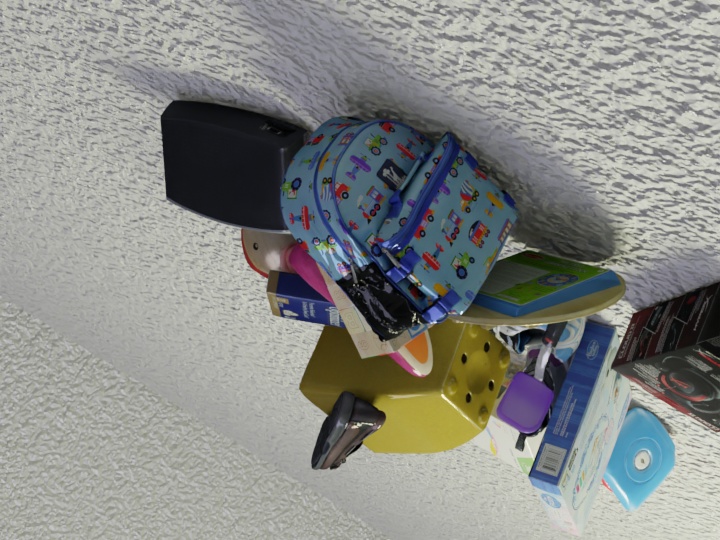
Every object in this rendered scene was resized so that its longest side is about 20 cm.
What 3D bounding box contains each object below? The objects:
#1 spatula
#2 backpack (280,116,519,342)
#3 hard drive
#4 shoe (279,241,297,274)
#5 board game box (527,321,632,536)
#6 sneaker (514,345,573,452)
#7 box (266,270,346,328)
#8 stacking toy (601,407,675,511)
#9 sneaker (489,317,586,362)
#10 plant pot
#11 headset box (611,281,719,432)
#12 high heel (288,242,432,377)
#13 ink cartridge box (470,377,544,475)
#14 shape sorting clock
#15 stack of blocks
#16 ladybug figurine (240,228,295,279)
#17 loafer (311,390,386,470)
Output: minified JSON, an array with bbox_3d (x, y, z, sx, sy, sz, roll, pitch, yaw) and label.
[{"bbox_3d":[0.210,0.096,1.358,0.056,0.020,0.202,31,121,24],"label":"spatula"},{"bbox_3d":[0.031,-0.061,1.164,0.200,0.183,0.134,46,148,-16],"label":"backpack"},{"bbox_3d":[-0.146,-0.114,1.355,0.198,0.042,0.137,16,119,31],"label":"hard drive"},{"bbox_3d":[0.000,0.000,1.461,0.198,0.073,0.090,15,171,-37],"label":"shoe"},{"bbox_3d":[0.269,0.195,1.449,0.043,0.202,0.199,15,158,26],"label":"board game box"},{"bbox_3d":[0.234,0.173,1.533,0.077,0.141,0.200,15,158,31],"label":"sneaker"},{"bbox_3d":[-0.010,0.043,1.421,0.197,0.033,0.121,8,165,2],"label":"box"},{"bbox_3d":[0.332,0.240,1.669,0.116,0.110,0.199,52,165,-20],"label":"stacking toy"},{"bbox_3d":[0.170,0.054,1.422,0.198,0.073,0.072,16,161,35],"label":"sneaker"},{"bbox_3d":[0.078,0.126,1.572,0.198,0.196,0.195,3,151,41],"label":"plant pot"},{"bbox_3d":[0.367,0.097,1.248,0.148,0.076,0.200,30,161,-7],"label":"headset box"},{"bbox_3d":[-0.001,0.043,1.343,0.096,0.067,0.201,-28,105,45],"label":"high heel"},{"bbox_3d":[0.194,0.206,1.707,0.199,0.067,0.118,26,150,46],"label":"ink cartridge box"},{"bbox_3d":[0.168,0.024,1.213,0.199,0.199,0.040,8,114,46],"label":"shape sorting clock"},{"bbox_3d":[0.013,-0.025,1.263,0.058,0.115,0.202,-15,103,52],"label":"stack of blocks"},{"bbox_3d":[-0.096,-0.019,1.555,0.134,0.073,0.200,24,174,13],"label":"ladybug figurine"},{"bbox_3d":[-0.018,0.216,1.533,0.062,0.073,0.200,17,151,-5],"label":"loafer"}]
